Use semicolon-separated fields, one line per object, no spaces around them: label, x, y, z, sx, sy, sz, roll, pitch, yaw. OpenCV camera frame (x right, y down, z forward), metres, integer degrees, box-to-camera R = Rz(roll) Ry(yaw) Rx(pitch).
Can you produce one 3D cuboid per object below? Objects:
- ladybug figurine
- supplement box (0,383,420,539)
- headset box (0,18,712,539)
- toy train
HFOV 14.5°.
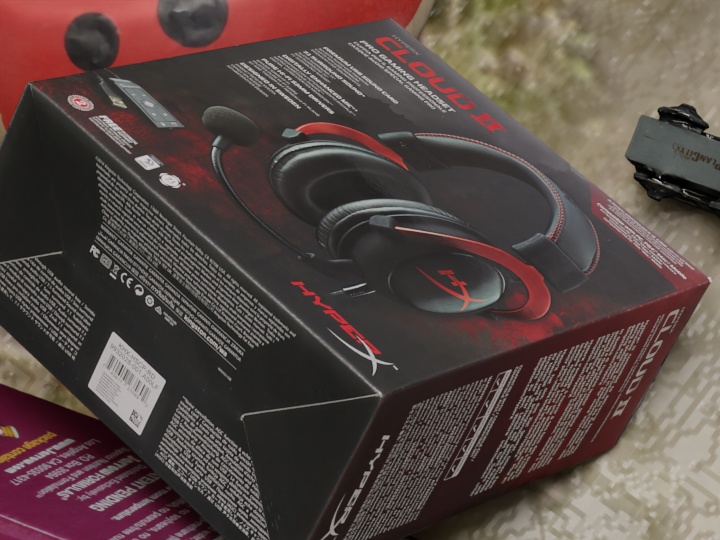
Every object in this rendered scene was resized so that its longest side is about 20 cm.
ladybug figurine;-0.069;-0.103;0.971;0.199;0.072;0.136;-11;68;8
supplement box;-0.081;0.123;0.846;0.200;0.103;0.131;19;107;18
headset box;0.000;0.000;0.866;0.149;0.200;0.075;41;121;24
toy train;0.177;-0.005;0.896;0.200;0.046;0.034;23;88;22
